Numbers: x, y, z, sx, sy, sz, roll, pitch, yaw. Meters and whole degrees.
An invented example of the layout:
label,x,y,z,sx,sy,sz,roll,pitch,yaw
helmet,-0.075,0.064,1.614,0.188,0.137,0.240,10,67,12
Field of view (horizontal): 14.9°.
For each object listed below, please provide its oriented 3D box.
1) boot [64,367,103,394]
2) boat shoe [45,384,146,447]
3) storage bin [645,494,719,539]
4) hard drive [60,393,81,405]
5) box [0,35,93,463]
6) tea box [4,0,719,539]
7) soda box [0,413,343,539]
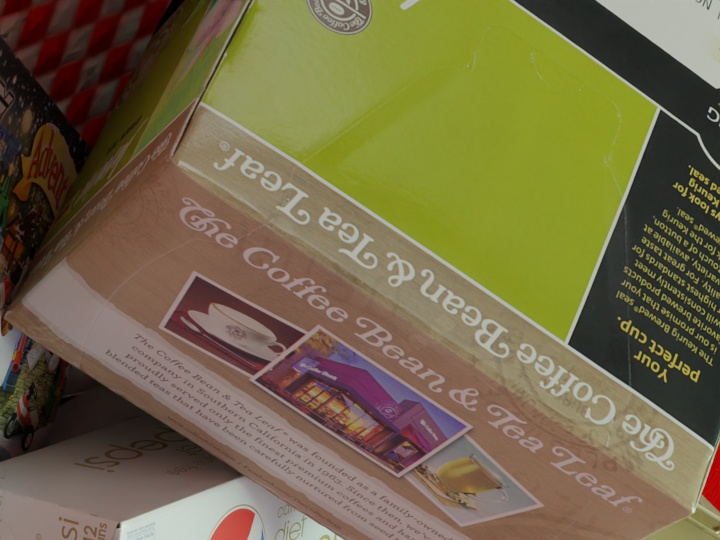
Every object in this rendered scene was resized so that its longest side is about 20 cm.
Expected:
label,x,y,z,sx,sy,sz,roll,pitch,yaw
boot,-0.057,-0.032,1.044,0.200,0.074,0.096,-27,120,-25
boat shoe,-0.133,0.130,0.990,0.200,0.067,0.074,-45,156,-8
storage bin,0.045,0.141,1.160,0.200,0.094,0.199,-49,140,7
hard drive,-0.109,0.170,1.131,0.033,0.140,0.200,-11,137,-31
box,-0.137,0.002,0.878,0.200,0.038,0.137,58,48,-69
tea box,0.025,-0.026,0.917,0.134,0.200,0.197,-38,-159,52
soda box,-0.058,0.088,0.962,0.200,0.068,0.064,-15,114,-60
